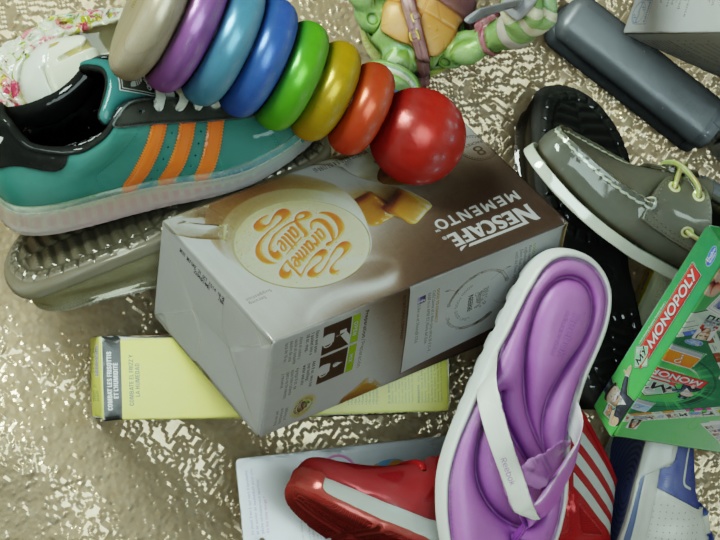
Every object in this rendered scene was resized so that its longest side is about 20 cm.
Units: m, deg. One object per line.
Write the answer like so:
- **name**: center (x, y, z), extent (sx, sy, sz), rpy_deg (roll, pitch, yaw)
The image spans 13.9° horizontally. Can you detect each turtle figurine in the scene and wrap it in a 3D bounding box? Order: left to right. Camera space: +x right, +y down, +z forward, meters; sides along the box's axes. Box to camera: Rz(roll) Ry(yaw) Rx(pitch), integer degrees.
- **turtle figurine**: center (0.049, -0.192, 1.674), extent (0.144, 0.200, 0.194), rpy_deg (8, 61, 32)

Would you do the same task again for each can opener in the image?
- **can opener**: center (0.186, -0.078, 1.754), extent (0.200, 0.053, 0.067), rpy_deg (37, 82, -6)

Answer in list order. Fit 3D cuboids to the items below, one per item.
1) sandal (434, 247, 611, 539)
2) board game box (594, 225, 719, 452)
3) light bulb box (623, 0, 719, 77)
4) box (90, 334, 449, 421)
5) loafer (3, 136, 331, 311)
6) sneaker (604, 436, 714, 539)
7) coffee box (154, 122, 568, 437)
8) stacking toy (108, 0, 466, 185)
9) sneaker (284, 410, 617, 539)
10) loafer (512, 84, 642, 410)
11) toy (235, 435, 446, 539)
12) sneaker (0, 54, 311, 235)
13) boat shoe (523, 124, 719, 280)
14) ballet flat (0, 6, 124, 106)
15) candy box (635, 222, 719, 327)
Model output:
- **sandal**: center (0.093, 0.085, 1.622), extent (0.082, 0.050, 0.203), rpy_deg (14, 86, -25)
- **board game box**: center (0.247, 0.049, 1.683), extent (0.200, 0.029, 0.135), rpy_deg (11, 124, -32)
- **light bulb box**: center (0.294, -0.154, 1.680), extent (0.198, 0.200, 0.125), rpy_deg (21, 85, -25)
- **box**: center (-0.053, 0.060, 1.699), extent (0.200, 0.075, 0.050), rpy_deg (0, 88, -9)
- **loafer**: center (-0.104, -0.019, 1.687), extent (0.200, 0.076, 0.068), rpy_deg (-22, 129, -8)
- **sneaker**: center (0.194, 0.190, 1.741), extent (0.115, 0.081, 0.200), rpy_deg (4, 95, -13)
- **coffee box**: center (0.000, 0.000, 1.652), extent (0.200, 0.080, 0.114), rpy_deg (-21, 50, -28)
- **stacking toy**: center (-0.032, -0.107, 1.613), extent (0.200, 0.085, 0.085), rpy_deg (24, 85, -14)
- **sneaker**: center (0.056, 0.114, 1.682), extent (0.200, 0.078, 0.116), rpy_deg (23, 72, -25)
- **loafer**: center (0.115, -0.011, 1.731), extent (0.073, 0.071, 0.200), rpy_deg (9, 69, -35)
- **toy**: center (0.025, 0.157, 1.723), extent (0.200, 0.047, 0.115), rpy_deg (-5, 86, -15)
- **sneaker**: center (-0.112, -0.085, 1.646), extent (0.200, 0.071, 0.080), rpy_deg (-19, 132, -12)
- **boat shoe**: center (0.183, -0.029, 1.682), extent (0.202, 0.072, 0.060), rpy_deg (34, 111, -19)
- **ballet flat**: center (-0.136, -0.123, 1.695), extent (0.200, 0.064, 0.076), rpy_deg (-21, 90, -9)
- **candy box**: center (0.260, 0.039, 1.760), extent (0.200, 0.026, 0.102), rpy_deg (20, 111, -9)
